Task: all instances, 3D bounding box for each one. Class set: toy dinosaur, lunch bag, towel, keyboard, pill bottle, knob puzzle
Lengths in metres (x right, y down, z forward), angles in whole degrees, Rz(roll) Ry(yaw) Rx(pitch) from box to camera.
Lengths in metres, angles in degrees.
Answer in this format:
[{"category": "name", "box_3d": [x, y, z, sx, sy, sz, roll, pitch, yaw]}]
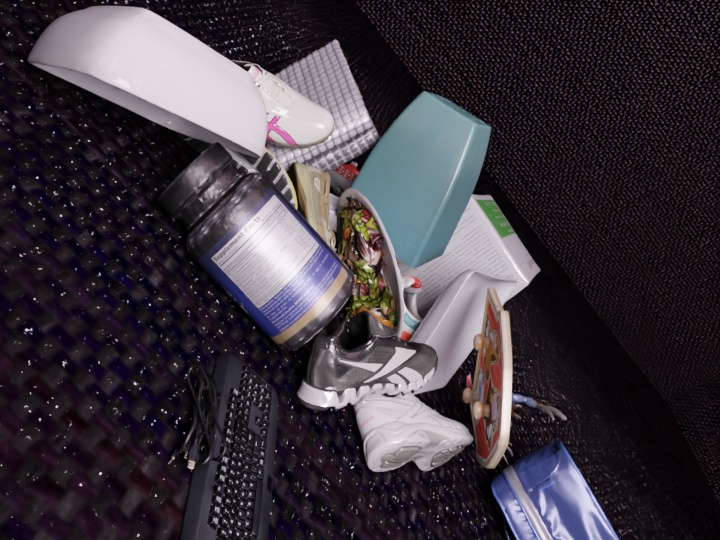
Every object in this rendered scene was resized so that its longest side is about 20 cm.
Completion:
[{"category": "toy dinosaur", "box_3d": [0.184, 0.204, 0.867, 0.198, 0.106, 0.182, 29, -15, 39]}, {"category": "lunch bag", "box_3d": [0.256, 0.342, 0.787, 0.203, 0.131, 0.136, 62, 8, 23]}, {"category": "towel", "box_3d": [-0.070, -0.230, 0.912, 0.086, 0.163, 0.203, 54, 12, -50]}, {"category": "keyboard", "box_3d": [-0.099, 0.144, 0.481, 0.104, 0.039, 0.202, 41, 24, -29]}, {"category": "pill bottle", "box_3d": [-0.105, -0.025, 0.618, 0.200, 0.111, 0.112, 48, 23, -13]}, {"category": "knob puzzle", "box_3d": [0.147, 0.141, 0.722, 0.030, 0.224, 0.221, 6, 29, 2]}]

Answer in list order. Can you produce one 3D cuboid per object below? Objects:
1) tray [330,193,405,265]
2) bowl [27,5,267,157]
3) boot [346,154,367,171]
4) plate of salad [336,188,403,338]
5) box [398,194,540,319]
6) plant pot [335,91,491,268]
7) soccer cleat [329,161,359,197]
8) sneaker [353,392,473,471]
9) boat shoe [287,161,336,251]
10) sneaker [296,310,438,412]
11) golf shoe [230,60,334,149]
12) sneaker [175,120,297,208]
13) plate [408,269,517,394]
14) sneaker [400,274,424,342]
[{"category": "tray", "box_3d": [-0.013, -0.076, 0.897, 0.197, 0.022, 0.108, 25, 22, -14]}, {"category": "bowl", "box_3d": [-0.197, -0.189, 0.591, 0.198, 0.076, 0.198, 22, 1, 41]}, {"category": "boot", "box_3d": [0.040, -0.202, 1.092, 0.076, 0.167, 0.203, 7, 49, -59]}, {"category": "plate of salad", "box_3d": [0.000, 0.000, 0.758, 0.200, 0.047, 0.205, 164, -89, -72]}, {"category": "box", "box_3d": [0.171, -0.005, 1.026, 0.173, 0.198, 0.198, 57, 21, 7]}, {"category": "plant pot", "box_3d": [0.090, -0.135, 0.853, 0.140, 0.203, 0.141, 36, 23, 16]}, {"category": "soccer cleat", "box_3d": [-0.001, -0.113, 1.018, 0.198, 0.086, 0.069, 36, -18, -2]}, {"category": "sneaker", "box_3d": [0.064, 0.176, 0.716, 0.199, 0.078, 0.101, 25, 31, -51]}, {"category": "boat shoe", "box_3d": [-0.056, -0.056, 0.784, 0.062, 0.074, 0.204, 5, 49, -24]}, {"category": "sneaker", "box_3d": [0.020, 0.088, 0.658, 0.197, 0.093, 0.066, -4, 16, -42]}, {"category": "golf shoe", "box_3d": [-0.128, -0.221, 0.789, 0.195, 0.092, 0.074, 18, 69, 0]}, {"category": "sneaker", "box_3d": [-0.145, -0.144, 0.763, 0.201, 0.078, 0.090, 52, 16, -8]}, {"category": "plate", "box_3d": [0.123, 0.082, 0.827, 0.032, 0.202, 0.198, 40, 16, 27]}, {"category": "sneaker", "box_3d": [0.041, 0.021, 0.867, 0.070, 0.093, 0.203, 19, 40, -54]}]
